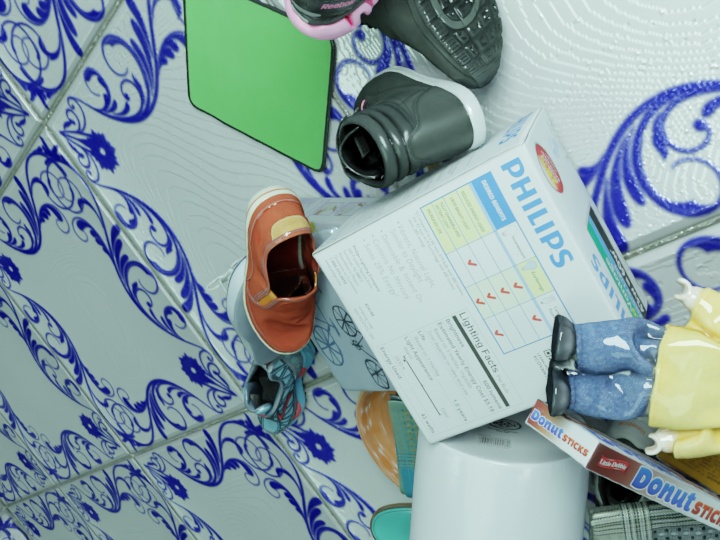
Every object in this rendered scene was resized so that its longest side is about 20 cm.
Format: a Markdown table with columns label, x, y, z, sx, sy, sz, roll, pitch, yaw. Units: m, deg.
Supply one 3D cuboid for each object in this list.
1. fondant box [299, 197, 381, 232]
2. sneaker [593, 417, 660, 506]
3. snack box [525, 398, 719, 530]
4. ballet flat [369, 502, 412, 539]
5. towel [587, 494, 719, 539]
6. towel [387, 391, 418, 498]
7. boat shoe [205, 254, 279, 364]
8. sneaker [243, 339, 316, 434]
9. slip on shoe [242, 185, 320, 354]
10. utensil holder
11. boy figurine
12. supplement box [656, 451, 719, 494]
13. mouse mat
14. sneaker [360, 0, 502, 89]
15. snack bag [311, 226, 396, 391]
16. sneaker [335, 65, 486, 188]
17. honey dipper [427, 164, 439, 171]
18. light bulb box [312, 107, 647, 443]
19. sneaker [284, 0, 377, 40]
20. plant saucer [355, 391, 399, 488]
| label | x | y | z | sx | sy | sz | roll | pitch | yaw |
| --- | --- | --- | --- | --- | --- | --- | --- | --- | --- |
| fondant box | 0.000 | 0.000 | 0.873 | 0.198 | 0.058 | 0.146 | 3 | 122 | 39 |
| sneaker | 0.252 | 0.220 | 0.799 | 0.073 | 0.080 | 0.202 | 12 | 129 | 33 |
| snack box | 0.218 | 0.157 | 0.650 | 0.199 | 0.024 | 0.072 | 29 | -177 | -31 |
| ballet flat | 0.112 | 0.293 | 0.928 | 0.198 | 0.072 | 0.069 | -1 | 90 | 18 |
| towel | 0.310 | 0.286 | 0.765 | 0.190 | 0.035 | 0.202 | -8 | 121 | 9 |
| towel | 0.132 | 0.199 | 0.880 | 0.198 | 0.022 | 0.148 | 3 | 120 | 20 |
| boat shoe | -0.120 | 0.023 | 0.887 | 0.086 | 0.074 | 0.203 | 49 | 164 | 22 |
| sneaker | -0.123 | 0.154 | 1.073 | 0.079 | 0.095 | 0.201 | 32 | 137 | 19 |
| slip on shoe | -0.070 | 0.015 | 0.772 | 0.061 | 0.073 | 0.201 | 54 | 154 | 38 |
| utensil holder | 0.128 | 0.233 | 0.776 | 0.169 | 0.169 | 0.202 | 13 | 108 | 35 |
| boy figurine | 0.231 | 0.068 | 0.567 | 0.198 | 0.064 | 0.126 | 3 | 97 | 9 |
| supplement box | 0.302 | 0.086 | 0.659 | 0.068 | 0.066 | 0.202 | 25 | 134 | 25 |
| mouse mat | -0.109 | -0.204 | 0.854 | 0.199 | 0.008 | 0.162 | 30 | 136 | 23 |
| sneaker | 0.037 | -0.222 | 0.669 | 0.201 | 0.076 | 0.091 | 53 | 150 | 7 |
| snack bag | -0.019 | 0.040 | 0.827 | 0.190 | 0.021 | 0.200 | 60 | 155 | -9 |
| sneaker | 0.012 | -0.122 | 0.693 | 0.200 | 0.098 | 0.071 | 31 | 141 | 62 |
| honey dipper | 0.083 | -0.052 | 0.779 | 0.038 | 0.038 | 0.202 | 3 | 118 | 40 |
| light bulb box | 0.104 | 0.007 | 0.689 | 0.199 | 0.125 | 0.199 | -26 | 102 | 28 |
| sneaker | 0.017 | -0.253 | 0.571 | 0.079 | 0.200 | 0.095 | 40 | -176 | 8 |
| plant saucer | 0.084 | 0.199 | 0.968 | 0.199 | 0.037 | 0.202 | 23 | 133 | 27 |
